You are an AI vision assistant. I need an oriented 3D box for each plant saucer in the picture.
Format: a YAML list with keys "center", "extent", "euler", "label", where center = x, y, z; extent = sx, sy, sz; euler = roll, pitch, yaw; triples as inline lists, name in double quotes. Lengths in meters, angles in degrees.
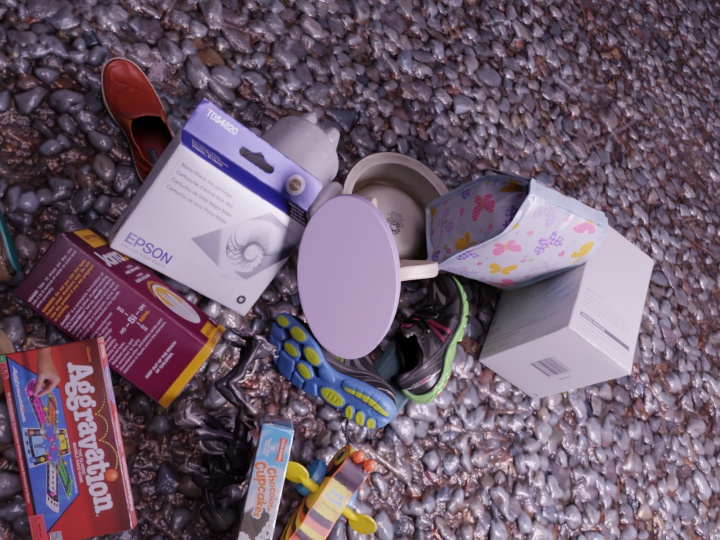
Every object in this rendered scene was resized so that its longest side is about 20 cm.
- center: [0.076, 0.122, 0.959]
  extent: [0.070, 0.019, 0.200]
  euler: [44, 58, -4]
  label: "plant saucer"

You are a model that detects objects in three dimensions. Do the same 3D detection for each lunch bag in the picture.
- center: [0.215, -0.062, 0.918]
  extent: [0.169, 0.200, 0.128]
  euler: [15, 67, -32]
  label: "lunch bag"

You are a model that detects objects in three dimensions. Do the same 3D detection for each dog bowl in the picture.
- center: [0.047, -0.073, 0.992]
  extent: [0.200, 0.074, 0.201]
  euler: [11, 65, -24]
  label: "dog bowl"

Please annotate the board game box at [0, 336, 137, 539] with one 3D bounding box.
- center: [-0.300, 0.176, 0.683]
  extent: [0.103, 0.019, 0.201]
  euler: [-10, 91, -4]
  label: "board game box"

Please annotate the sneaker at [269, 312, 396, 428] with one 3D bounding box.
- center: [-0.037, 0.129, 0.872]
  extent: [0.199, 0.071, 0.083]
  euler: [36, 19, 5]
  label: "sneaker"

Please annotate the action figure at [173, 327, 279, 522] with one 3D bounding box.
- center: [-0.162, 0.170, 0.749]
  extent: [0.102, 0.119, 0.201]
  euler: [21, 67, -15]
  label: "action figure"

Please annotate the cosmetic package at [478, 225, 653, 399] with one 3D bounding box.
- center: [0.305, 0.061, 0.993]
  extent: [0.123, 0.199, 0.200]
  euler: [35, 57, -12]
  label: "cosmetic package"

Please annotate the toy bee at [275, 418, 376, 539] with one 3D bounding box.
- center: [-0.033, 0.250, 0.796]
  extent: [0.131, 0.109, 0.201]
  euler: [20, 62, -17]
  label: "toy bee"

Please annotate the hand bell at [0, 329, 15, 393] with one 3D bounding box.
- center: [-0.388, 0.065, 0.633]
  extent: [0.104, 0.200, 0.104]
  euler: [11, 64, -23]
  label: "hand bell"

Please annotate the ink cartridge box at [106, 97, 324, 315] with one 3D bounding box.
- center: [-0.163, -0.068, 0.800]
  extent: [0.199, 0.041, 0.200]
  euler: [32, 97, -34]
  label: "ink cartridge box"

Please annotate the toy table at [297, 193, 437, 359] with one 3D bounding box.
- center: [0.000, 0.000, 0.852]
  extent: [0.183, 0.201, 0.117]
  euler: [14, 15, 13]
  label: "toy table"

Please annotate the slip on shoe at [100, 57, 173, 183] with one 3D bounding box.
- center: [-0.288, -0.200, 0.880]
  extent: [0.074, 0.061, 0.201]
  euler: [-16, 76, -30]
  label: "slip on shoe"

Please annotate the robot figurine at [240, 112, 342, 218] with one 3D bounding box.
- center: [-0.108, -0.133, 0.913]
  extent: [0.169, 0.113, 0.200]
  euler: [31, 56, 10]
  label: "robot figurine"

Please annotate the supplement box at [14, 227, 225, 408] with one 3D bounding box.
- center: [-0.261, 0.048, 0.745]
  extent: [0.200, 0.110, 0.086]
  euler: [39, 93, -8]
  label: "supplement box"

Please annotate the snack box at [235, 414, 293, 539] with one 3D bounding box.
- center: [-0.109, 0.261, 0.712]
  extent: [0.037, 0.116, 0.201]
  euler: [12, 81, -5]
  label: "snack box"

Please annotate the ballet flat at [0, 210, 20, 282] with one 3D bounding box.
- center: [-0.442, -0.078, 0.748]
  extent: [0.065, 0.071, 0.201]
  euler: [-16, 74, -17]
  label: "ballet flat"

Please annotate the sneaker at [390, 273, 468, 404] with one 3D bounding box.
- center: [0.094, 0.084, 0.929]
  extent: [0.084, 0.077, 0.200]
  euler: [28, 58, -18]
  label: "sneaker"
